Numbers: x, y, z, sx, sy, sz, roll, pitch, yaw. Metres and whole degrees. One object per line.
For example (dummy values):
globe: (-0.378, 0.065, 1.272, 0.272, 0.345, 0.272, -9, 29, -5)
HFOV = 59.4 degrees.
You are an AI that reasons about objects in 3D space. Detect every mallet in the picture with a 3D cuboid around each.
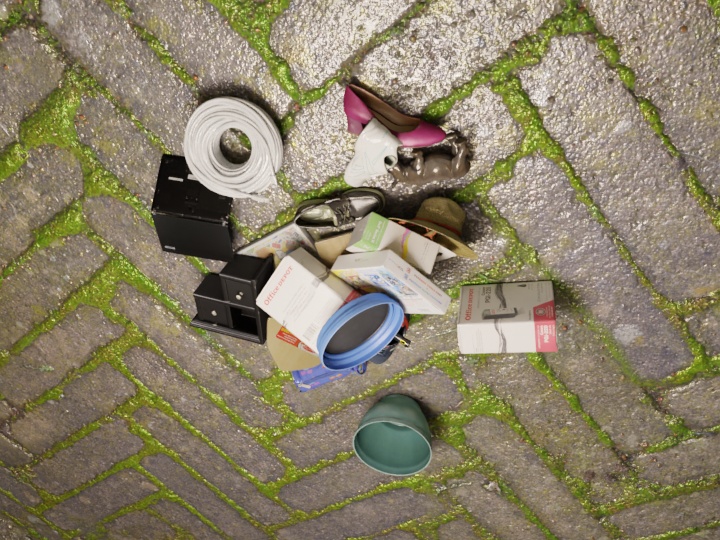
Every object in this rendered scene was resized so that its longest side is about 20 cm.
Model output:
mallet: (0.021, 0.116, 1.411, 0.200, 0.041, 0.066, 41, 118, 4)

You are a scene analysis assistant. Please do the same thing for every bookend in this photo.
bookend: (-0.303, 0.051, 1.467, 0.197, 0.092, 0.201, 13, 131, 13)

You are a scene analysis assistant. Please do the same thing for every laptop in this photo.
laptop: (-0.354, -0.133, 1.385, 0.176, 0.103, 0.202, 9, 85, 7)

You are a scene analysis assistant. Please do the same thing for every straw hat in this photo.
straw hat: (0.158, -0.101, 1.262, 0.200, 0.201, 0.086, 24, 85, -3)

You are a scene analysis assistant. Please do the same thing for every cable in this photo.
cable: (-0.251, -0.246, 1.263, 0.198, 0.069, 0.202, 8, 113, 5)

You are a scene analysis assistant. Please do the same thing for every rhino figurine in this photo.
rhino figurine: (0.119, -0.204, 1.222, 0.198, 0.060, 0.088, -8, 131, 23)

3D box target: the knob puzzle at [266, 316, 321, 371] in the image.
knob puzzle: (-0.137, 0.151, 1.500, 0.218, 0.030, 0.221, -7, 114, -15)

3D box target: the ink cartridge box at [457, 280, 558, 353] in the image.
ink cartridge box: (0.308, 0.098, 1.333, 0.198, 0.146, 0.085, -5, 122, 16)

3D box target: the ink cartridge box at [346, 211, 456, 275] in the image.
ink cartridge box: (0.083, -0.039, 1.299, 0.199, 0.068, 0.117, 25, 167, -12)

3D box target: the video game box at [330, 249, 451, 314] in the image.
video game box: (0.060, 0.028, 1.311, 0.182, 0.047, 0.199, 34, 160, -27)

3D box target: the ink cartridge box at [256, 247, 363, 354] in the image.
ink cartridge box: (-0.103, 0.068, 1.370, 0.200, 0.083, 0.147, 38, 114, 3)

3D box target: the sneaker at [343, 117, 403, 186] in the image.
sneaker: (0.022, -0.204, 1.197, 0.080, 0.071, 0.200, 32, 158, 0)

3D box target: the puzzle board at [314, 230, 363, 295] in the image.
puzzle board: (0.000, 0.000, 1.410, 0.150, 0.017, 0.201, -14, 121, 10)

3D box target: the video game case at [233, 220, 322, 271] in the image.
video game case: (-0.171, -0.006, 1.457, 0.199, 0.023, 0.182, -24, 116, 27)

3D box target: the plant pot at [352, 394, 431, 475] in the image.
plant pot: (0.091, 0.405, 1.612, 0.199, 0.135, 0.202, 7, 125, 10)

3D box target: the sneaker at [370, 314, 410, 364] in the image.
sneaker: (0.057, 0.163, 1.480, 0.074, 0.085, 0.201, 20, 127, -1)

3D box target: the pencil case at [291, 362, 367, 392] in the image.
pencil case: (-0.081, 0.245, 1.572, 0.199, 0.087, 0.078, -20, 114, 25)

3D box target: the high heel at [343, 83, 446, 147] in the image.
high heel: (0.062, -0.287, 1.169, 0.198, 0.068, 0.097, 8, 137, 12)

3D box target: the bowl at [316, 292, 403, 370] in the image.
bowl: (-0.003, 0.126, 1.309, 0.200, 0.039, 0.201, -26, 146, -19)

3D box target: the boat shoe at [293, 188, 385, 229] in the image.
boat shoe: (-0.047, -0.120, 1.318, 0.199, 0.066, 0.072, -7, 122, 18)
